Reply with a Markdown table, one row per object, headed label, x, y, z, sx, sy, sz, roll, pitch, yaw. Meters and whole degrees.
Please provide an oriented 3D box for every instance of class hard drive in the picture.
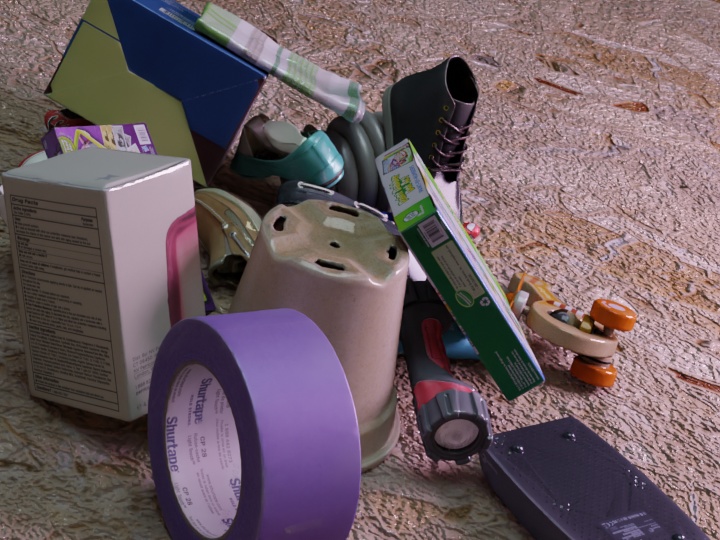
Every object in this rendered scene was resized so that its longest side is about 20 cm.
| label | x | y | z | sx | sy | sz | roll | pitch | yaw |
| --- | --- | --- | --- | --- | --- | --- | --- | --- | --- |
| hard drive | 0.201 | 0.207 | 1.346 | 0.134 | 0.043 | 0.200 | -8 | 36 | -36 |

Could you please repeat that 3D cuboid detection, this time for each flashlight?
| label | x | y | z | sx | sy | sz | roll | pitch | yaw |
| --- | --- | --- | --- | --- | --- | --- | --- | --- | --- |
| flashlight | 0.074 | 0.085 | 1.410 | 0.067 | 0.068 | 0.201 | 34 | 28 | -28 |

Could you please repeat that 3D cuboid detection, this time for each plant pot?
| label | x | y | z | sx | sy | sz | roll | pitch | yaw |
| --- | --- | --- | --- | --- | --- | --- | --- | --- | --- |
| plant pot | -0.039 | 0.048 | 1.359 | 0.198 | 0.185 | 0.201 | 12 | 30 | -7 |

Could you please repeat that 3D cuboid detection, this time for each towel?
| label | x | y | z | sx | sy | sz | roll | pitch | yaw |
| --- | --- | --- | --- | --- | --- | --- | --- | --- | --- |
| towel | -0.084 | -0.227 | 1.657 | 0.199 | 0.031 | 0.149 | 30 | 10 | -10 |

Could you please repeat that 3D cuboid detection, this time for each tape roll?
| label | x | y | z | sx | sy | sz | roll | pitch | yaw |
| --- | --- | --- | --- | --- | --- | --- | --- | --- | --- |
| tape roll | -0.085 | 0.133 | 1.177 | 0.084 | 0.202 | 0.200 | -4 | 35 | -31 |

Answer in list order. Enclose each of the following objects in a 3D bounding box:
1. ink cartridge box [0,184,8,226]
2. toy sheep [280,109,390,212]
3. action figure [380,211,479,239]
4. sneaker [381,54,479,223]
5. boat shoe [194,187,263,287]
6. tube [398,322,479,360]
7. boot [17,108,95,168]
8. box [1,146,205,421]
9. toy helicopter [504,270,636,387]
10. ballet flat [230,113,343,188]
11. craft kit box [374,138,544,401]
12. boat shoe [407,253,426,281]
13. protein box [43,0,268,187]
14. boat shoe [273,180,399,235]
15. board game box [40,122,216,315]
| label | x | y | z | sx | sy | sz | roll | pitch | yaw |
| --- | --- | --- | --- | --- | --- | --- | --- | --- | --- |
| ink cartridge box | -0.269 | -0.049 | 1.483 | 0.118 | 0.067 | 0.200 | 58 | 36 | -1 |
| toy sheep | 0.001 | -0.118 | 1.727 | 0.198 | 0.139 | 0.138 | -16 | 40 | -20 |
| action figure | 0.042 | -0.042 | 1.678 | 0.198 | 0.066 | 0.052 | -3 | 12 | -27 |
| sneaker | 0.084 | -0.123 | 1.634 | 0.074 | 0.106 | 0.202 | -3 | 75 | -39 |
| boat shoe | -0.124 | -0.015 | 1.551 | 0.076 | 0.072 | 0.200 | -25 | 48 | -34 |
| tube | 0.079 | 0.063 | 1.540 | 0.198 | 0.051 | 0.078 | 7 | 37 | -26 |
| boot | -0.320 | -0.125 | 1.643 | 0.144 | 0.073 | 0.199 | 31 | 25 | 26 |
| box | -0.212 | 0.008 | 1.301 | 0.127 | 0.202 | 0.109 | 10 | 22 | 35 |
| toy helicopter | 0.191 | 0.043 | 1.600 | 0.131 | 0.080 | 0.200 | 13 | 15 | -17 |
| ballet flat | -0.088 | -0.135 | 1.651 | 0.067 | 0.071 | 0.199 | -40 | 28 | -22 |
| craft kit box | 0.090 | -0.005 | 1.438 | 0.048 | 0.201 | 0.198 | -30 | 22 | 9 |
| boat shoe | 0.000 | 0.000 | 1.540 | 0.199 | 0.068 | 0.072 | 15 | 60 | -40 |
| protein box | -0.211 | -0.211 | 1.674 | 0.197 | 0.136 | 0.200 | 29 | 11 | -7 |
| boat shoe | 0.002 | -0.040 | 1.600 | 0.199 | 0.076 | 0.061 | 22 | 50 | -27 |
| board game box | -0.218 | -0.043 | 1.458 | 0.120 | 0.032 | 0.202 | -8 | 73 | -55 |
